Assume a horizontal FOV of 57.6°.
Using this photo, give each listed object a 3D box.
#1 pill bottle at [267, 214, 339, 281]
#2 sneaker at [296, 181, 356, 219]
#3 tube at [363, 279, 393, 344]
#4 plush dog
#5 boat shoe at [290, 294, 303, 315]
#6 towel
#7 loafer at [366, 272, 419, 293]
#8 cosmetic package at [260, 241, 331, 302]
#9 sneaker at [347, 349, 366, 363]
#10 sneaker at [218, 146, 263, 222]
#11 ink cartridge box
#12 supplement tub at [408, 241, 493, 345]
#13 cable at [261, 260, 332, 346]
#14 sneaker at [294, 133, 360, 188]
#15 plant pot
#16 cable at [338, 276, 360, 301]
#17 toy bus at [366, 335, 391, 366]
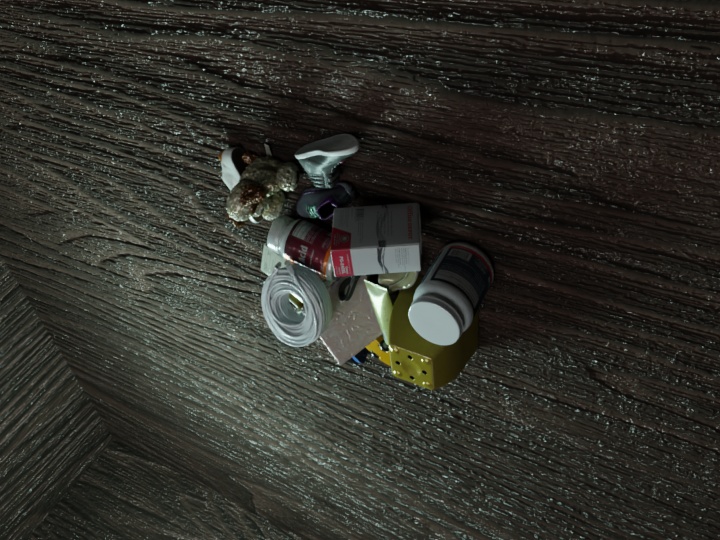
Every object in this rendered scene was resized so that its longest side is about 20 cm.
[{"bbox_3d":[-0.132,-0.061,1.672,0.196,0.115,0.116,23,140,18],"label":"pill bottle"},{"bbox_3d":[-0.102,-0.155,1.575,0.197,0.088,0.075,-14,120,45],"label":"sneaker"},{"bbox_3d":[0.063,0.106,1.650,0.057,0.053,0.203,-13,130,10],"label":"tube"},{"bbox_3d":[-0.260,-0.193,1.594,0.160,0.173,0.200,39,142,-5],"label":"plush dog"},{"bbox_3d":[-0.159,0.111,1.887,0.203,0.086,0.074,49,141,-13],"label":"boat shoe"},{"bbox_3d":[-0.029,0.117,1.717,0.193,0.198,0.032,53,-178,-12],"label":"towel"},{"bbox_3d":[0.077,0.009,1.584,0.067,0.078,0.199,12,155,-24],"label":"loafer"},{"bbox_3d":[-0.173,0.003,1.772,0.198,0.073,0.105,37,138,18],"label":"cosmetic package"},{"bbox_3d":[-0.059,0.203,1.900,0.076,0.071,0.202,-4,133,36],"label":"sneaker"},{"bbox_3d":[-0.308,-0.221,1.698,0.083,0.073,0.204,3,119,41],"label":"sneaker"},{"bbox_3d":[0.037,-0.069,1.447,0.194,0.147,0.085,-3,133,6],"label":"ink cartridge box"},{"bbox_3d":[0.200,0.049,1.444,0.138,0.201,0.142,21,140,19],"label":"supplement tub"},{"bbox_3d":[-0.163,0.087,1.648,0.201,0.069,0.200,48,127,6],"label":"cable"},{"bbox_3d":[-0.057,-0.242,1.473,0.197,0.071,0.100,0,131,46],"label":"sneaker"},{"bbox_3d":[0.164,0.167,1.592,0.191,0.201,0.197,15,137,25],"label":"plant pot"},{"bbox_3d":[0.000,0.000,1.621,0.097,0.049,0.204,44,131,40],"label":"cable"},{"bbox_3d":[0.037,0.174,1.799,0.199,0.079,0.065,41,143,-3],"label":"toy bus"}]
